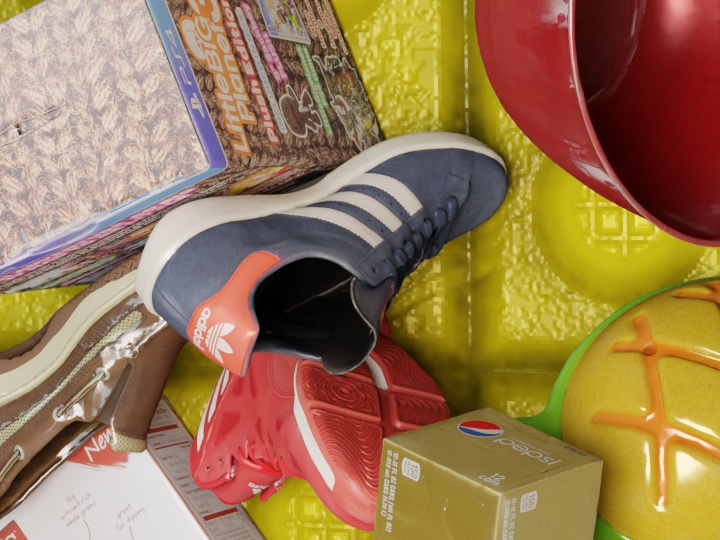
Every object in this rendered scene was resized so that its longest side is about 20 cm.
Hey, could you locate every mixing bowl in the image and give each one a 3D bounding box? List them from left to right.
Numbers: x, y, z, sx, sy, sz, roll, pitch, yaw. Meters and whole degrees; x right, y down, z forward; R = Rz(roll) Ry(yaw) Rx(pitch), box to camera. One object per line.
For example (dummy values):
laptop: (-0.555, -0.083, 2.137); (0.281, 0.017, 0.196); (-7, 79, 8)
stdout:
mixing bowl: (0.122, -0.115, 1.156); (0.108, 0.200, 0.201); (10, 98, 48)

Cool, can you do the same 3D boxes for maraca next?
maraca: (0.138, 0.077, 1.164); (0.200, 0.107, 0.137); (-30, 64, -17)

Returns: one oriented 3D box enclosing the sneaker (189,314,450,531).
sneaker: (-0.022, 0.084, 1.241); (0.078, 0.200, 0.116); (17, 116, -18)

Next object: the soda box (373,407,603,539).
soda box: (0.044, 0.164, 1.107); (0.068, 0.064, 0.201); (23, 116, 41)

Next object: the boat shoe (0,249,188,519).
boat shoe: (-0.117, 0.052, 1.270); (0.202, 0.075, 0.075); (-34, 77, 17)

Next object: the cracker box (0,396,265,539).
cracker box: (-0.100, 0.181, 1.325); (0.134, 0.058, 0.200); (-41, 76, 19)

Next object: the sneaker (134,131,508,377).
sneaker: (0.000, 0.000, 1.200); (0.085, 0.200, 0.075); (46, 140, 32)

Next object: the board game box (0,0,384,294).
board game box: (-0.106, -0.063, 1.236); (0.159, 0.200, 0.097); (-24, 84, 22)
